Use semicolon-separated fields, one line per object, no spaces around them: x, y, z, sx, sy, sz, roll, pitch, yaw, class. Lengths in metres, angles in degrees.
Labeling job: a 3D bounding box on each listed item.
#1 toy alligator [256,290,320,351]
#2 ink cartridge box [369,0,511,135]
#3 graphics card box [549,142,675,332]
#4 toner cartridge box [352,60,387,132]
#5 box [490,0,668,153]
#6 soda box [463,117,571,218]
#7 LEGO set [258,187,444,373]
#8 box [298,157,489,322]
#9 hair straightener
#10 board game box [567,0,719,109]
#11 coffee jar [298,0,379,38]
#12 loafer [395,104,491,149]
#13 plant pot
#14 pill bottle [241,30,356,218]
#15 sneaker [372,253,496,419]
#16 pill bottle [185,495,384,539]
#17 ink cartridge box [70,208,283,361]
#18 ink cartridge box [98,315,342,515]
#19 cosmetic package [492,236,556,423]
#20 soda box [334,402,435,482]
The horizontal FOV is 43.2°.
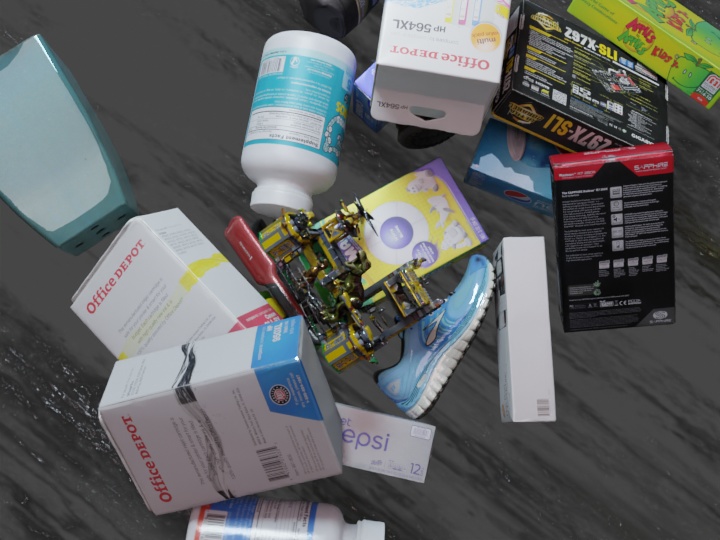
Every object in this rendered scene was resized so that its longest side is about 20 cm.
-0.106;0.050;1.031;0.200;0.059;0.054;44;40;9;toy alligator
0.085;-0.251;0.954;0.128;0.125;0.200;8;80;0;ink cartridge box
0.275;-0.033;0.989;0.125;0.051;0.200;-7;112;8;graphics card box
0.075;-0.255;1.066;0.043;0.095;0.200;44;83;7;toner cartridge box
0.251;-0.201;1.024;0.200;0.049;0.160;22;51;-12;box
0.226;-0.103;1.053;0.200;0.064;0.068;22;80;3;soda box
0.000;0.000;0.941;0.116;0.154;0.200;-34;72;18;LEGO set
0.032;-0.033;1.048;0.200;0.048;0.117;-29;81;-4;box
-0.072;0.014;1.018;0.200;0.077;0.041;48;116;27;hair straightener
0.351;-0.281;1.069;0.200;0.048;0.102;37;43;6;board game box
0.009;-0.372;1.083;0.085;0.104;0.200;42;83;10;coffee jar
0.116;-0.214;1.075;0.200;0.073;0.071;-34;78;-16;loafer
-0.346;-0.125;1.020;0.141;0.141;0.200;-35;87;-6;plant pot
-0.073;-0.161;1.039;0.111;0.111;0.200;10;80;2;pill bottle
0.083;0.062;1.016;0.090;0.078;0.200;31;80;10;sneaker
-0.077;0.297;0.952;0.200;0.112;0.112;6;79;1;pill bottle
-0.192;0.052;0.984;0.200;0.083;0.145;46;113;7;ink cartridge box
-0.132;0.143;0.894;0.200;0.084;0.145;-14;119;6;ink cartridge box
0.179;0.069;1.012;0.051;0.083;0.200;-2;79;2;cosmetic package
-0.022;0.178;0.996;0.200;0.068;0.063;12;82;3;soda box
